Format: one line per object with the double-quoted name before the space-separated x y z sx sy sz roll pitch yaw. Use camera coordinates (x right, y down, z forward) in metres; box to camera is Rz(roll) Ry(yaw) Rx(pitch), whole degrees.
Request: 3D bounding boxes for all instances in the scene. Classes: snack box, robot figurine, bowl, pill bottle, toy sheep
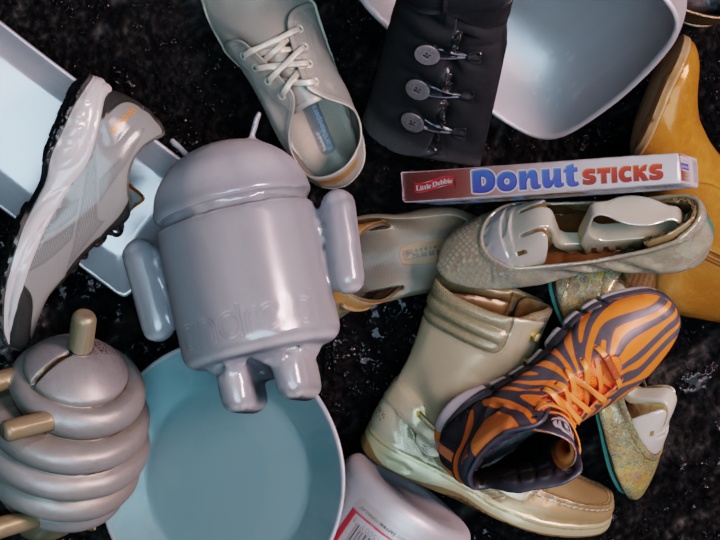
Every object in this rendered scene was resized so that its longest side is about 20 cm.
"snack box" 0.133 -0.063 1.380 0.198 0.072 0.025 -3 90 20
"robot figurine" -0.079 -0.004 1.358 0.168 0.113 0.202 -14 83 5
"bowl" 0.116 -0.201 1.351 0.199 0.200 0.075 38 53 -9
"pill bottle" -0.016 0.245 1.445 0.112 0.112 0.201 33 96 -11
"toy sheep" -0.212 0.113 1.385 0.137 0.138 0.201 14 126 -8

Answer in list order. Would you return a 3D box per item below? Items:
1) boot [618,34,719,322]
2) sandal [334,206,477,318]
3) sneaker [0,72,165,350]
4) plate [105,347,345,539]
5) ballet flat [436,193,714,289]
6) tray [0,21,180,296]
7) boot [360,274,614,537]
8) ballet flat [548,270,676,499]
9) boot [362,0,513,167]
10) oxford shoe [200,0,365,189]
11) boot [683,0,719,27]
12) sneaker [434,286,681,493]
"boot" 0.262 -0.061 1.430 0.143 0.071 0.203 15 112 -1
"sandal" 0.000 0.000 1.427 0.198 0.054 0.081 -13 102 -3
"sneaker" -0.201 -0.033 1.371 0.079 0.074 0.201 23 98 -15
"plate" -0.099 0.151 1.430 0.198 0.026 0.202 -1 87 21
"ballet flat" 0.149 -0.030 1.386 0.198 0.062 0.068 -6 59 6
"tray" -0.216 -0.082 1.406 0.199 0.022 0.108 37 96 -11
"boot" 0.118 0.100 1.443 0.199 0.073 0.156 22 107 -3
"ballet flat" 0.197 0.080 1.444 0.070 0.071 0.201 -21 109 -1
"boot" 0.025 -0.168 1.349 0.164 0.201 0.066 25 59 11
"oxford shoe" -0.053 -0.148 1.393 0.075 0.058 0.201 -27 101 3
"boot" 0.183 -0.226 1.392 0.198 0.075 0.074 19 101 -8
"sneaker" 0.149 0.093 1.352 0.199 0.112 0.078 -36 109 0
